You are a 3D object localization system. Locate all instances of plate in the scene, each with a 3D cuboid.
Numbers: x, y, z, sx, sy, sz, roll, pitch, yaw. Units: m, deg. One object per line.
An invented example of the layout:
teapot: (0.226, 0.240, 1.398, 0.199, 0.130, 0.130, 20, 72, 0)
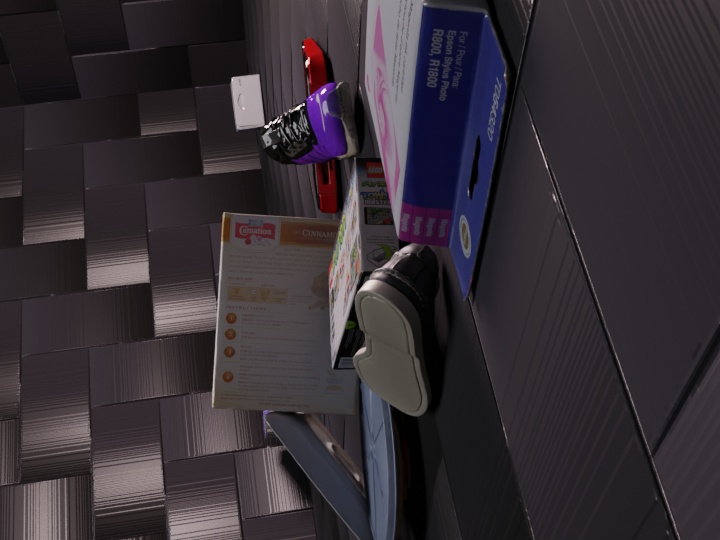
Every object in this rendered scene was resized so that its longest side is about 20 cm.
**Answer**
plate: (-0.028, 0.223, 1.188, 0.200, 0.032, 0.200, 52, 179, 2)

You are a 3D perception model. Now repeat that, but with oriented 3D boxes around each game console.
game console: (-0.052, -0.188, 1.387, 0.177, 0.030, 0.204, -102, 8, -70)

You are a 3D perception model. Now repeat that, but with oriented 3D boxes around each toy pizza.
toy pizza: (0.026, 0.171, 1.047, 0.200, 0.031, 0.204, 177, 90, -83)

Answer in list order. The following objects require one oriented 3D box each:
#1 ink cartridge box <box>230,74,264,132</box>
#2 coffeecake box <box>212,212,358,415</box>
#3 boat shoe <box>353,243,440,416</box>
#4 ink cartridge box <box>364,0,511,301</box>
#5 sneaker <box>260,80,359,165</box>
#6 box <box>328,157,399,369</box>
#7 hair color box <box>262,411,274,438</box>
ink cartridge box: (-0.324, -0.476, 3.077, 0.200, 0.083, 0.147, -140, 44, -82)
coffeecake box: (-0.076, 0.046, 1.144, 0.073, 0.150, 0.204, 157, 117, -84)
boat shoe: (0.037, 0.050, 0.831, 0.063, 0.072, 0.201, -53, -20, -24)
ink cartridge box: (0.037, -0.117, 0.655, 0.198, 0.042, 0.203, 93, 169, -53)
sneaker: (-0.058, -0.146, 1.149, 0.200, 0.098, 0.071, 139, 121, -82)
box: (0.000, 0.000, 0.971, 0.201, 0.034, 0.112, 107, 163, -61)
hair color box: (-0.204, 0.405, 2.856, 0.200, 0.107, 0.066, 121, 143, -78)
